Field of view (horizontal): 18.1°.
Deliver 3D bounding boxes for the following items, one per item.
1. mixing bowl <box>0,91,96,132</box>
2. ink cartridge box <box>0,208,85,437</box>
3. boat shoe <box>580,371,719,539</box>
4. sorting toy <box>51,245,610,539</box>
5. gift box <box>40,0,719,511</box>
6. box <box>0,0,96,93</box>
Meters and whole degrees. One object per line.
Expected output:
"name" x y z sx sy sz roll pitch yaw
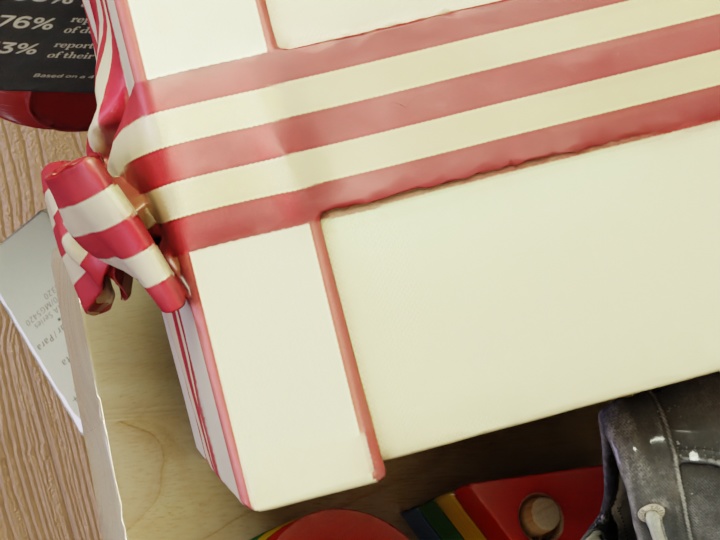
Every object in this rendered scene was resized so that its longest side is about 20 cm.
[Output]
"mixing bowl" -0.124 -0.134 1.017 0.200 0.200 0.109 93 153 -67
"ink cartridge box" -0.062 0.065 0.983 0.174 0.044 0.200 57 -167 19
"boat shoe" 0.093 0.097 0.676 0.200 0.068 0.072 86 167 -55
"sorting toy" 0.018 0.069 0.753 0.070 0.199 0.199 -32 67 56
"gift box" 0.003 -0.051 0.609 0.185 0.186 0.201 147 108 -81
"box" -0.053 -0.149 0.731 0.200 0.148 0.105 -44 54 49
